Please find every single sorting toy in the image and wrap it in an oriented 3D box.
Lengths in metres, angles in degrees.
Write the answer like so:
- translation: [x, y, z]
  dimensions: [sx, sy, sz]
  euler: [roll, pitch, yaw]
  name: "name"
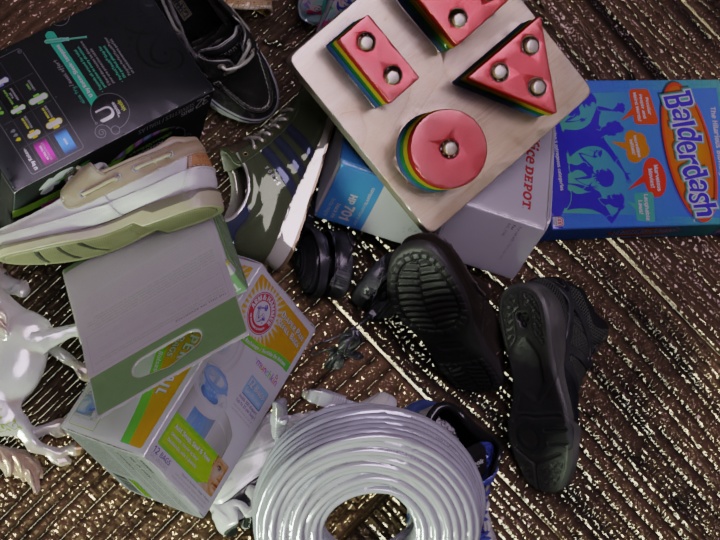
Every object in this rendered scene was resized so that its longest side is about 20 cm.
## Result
- translation: [0.077, -0.170, 1.630]
  dimensions: [0.200, 0.070, 0.199]
  euler: [-41, 99, -12]
  name: "sorting toy"

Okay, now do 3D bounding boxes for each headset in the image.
- translation: [0.000, 0.000, 1.715]
  dimensions: [0.123, 0.094, 0.200]
  euler: [21, 60, -8]
  name: "headset"

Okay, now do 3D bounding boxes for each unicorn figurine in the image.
- translation: [-0.288, 0.079, 1.628]
  dimensions: [0.137, 0.074, 0.200]
  euler: [21, 68, -13]
  name: "unicorn figurine"

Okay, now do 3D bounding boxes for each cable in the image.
- translation: [0.008, 0.207, 1.595]
  dimensions: [0.200, 0.069, 0.200]
  euler: [9, 113, -6]
  name: "cable"

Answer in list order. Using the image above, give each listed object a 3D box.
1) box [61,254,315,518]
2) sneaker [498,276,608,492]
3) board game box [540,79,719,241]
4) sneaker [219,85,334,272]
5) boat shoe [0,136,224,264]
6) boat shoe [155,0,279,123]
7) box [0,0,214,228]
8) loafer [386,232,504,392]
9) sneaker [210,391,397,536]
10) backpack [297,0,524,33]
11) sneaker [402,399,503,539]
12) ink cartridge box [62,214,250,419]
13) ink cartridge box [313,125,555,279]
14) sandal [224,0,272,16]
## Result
- translation: [-0.145, 0.091, 1.624]
  dimensions: [0.101, 0.113, 0.200]
  euler: [14, 63, 37]
  name: "box"
- translation: [0.187, 0.101, 1.745]
  dimensions: [0.114, 0.076, 0.200]
  euler: [-16, 100, -50]
  name: "sneaker"
- translation: [0.263, -0.109, 1.841]
  dimensions: [0.200, 0.045, 0.152]
  euler: [-3, 76, -16]
  name: "board game box"
- translation: [-0.083, -0.105, 1.732]
  dimensions: [0.090, 0.067, 0.200]
  euler: [20, 77, -12]
  name: "sneaker"
- translation: [-0.213, -0.056, 1.579]
  dimensions: [0.200, 0.075, 0.068]
  euler: [-15, 79, 9]
  name: "boat shoe"
- translation: [-0.132, -0.202, 1.705]
  dimensions: [0.071, 0.064, 0.200]
  euler: [-48, 127, -10]
  name: "boat shoe"
- translation: [-0.250, -0.134, 1.652]
  dimensions: [0.200, 0.149, 0.124]
  euler: [-31, 79, -20]
  name: "box"
- translation: [0.079, 0.028, 1.704]
  dimensions: [0.073, 0.200, 0.071]
  euler: [-3, 49, 22]
  name: "loafer"
- translation: [-0.056, 0.153, 1.674]
  dimensions: [0.200, 0.075, 0.081]
  euler: [-29, 75, -21]
  name: "sneaker"
- translation: [0.056, -0.272, 1.754]
  dimensions: [0.200, 0.178, 0.151]
  euler: [14, 53, -14]
  name: "backpack"
- translation: [0.083, 0.203, 1.671]
  dimensions: [0.080, 0.115, 0.200]
  euler: [-11, 78, -16]
  name: "sneaker"
- translation: [-0.163, 0.035, 1.561]
  dimensions: [0.145, 0.048, 0.200]
  euler: [-30, 42, 6]
  name: "ink cartridge box"
- translation: [0.070, -0.095, 1.740]
  dimensions: [0.200, 0.086, 0.147]
  euler: [19, 46, -11]
  name: "ink cartridge box"
- translation: [-0.117, -0.256, 1.781]
  dimensions: [0.070, 0.078, 0.212]
  euler: [46, 73, -33]
  name: "sandal"
